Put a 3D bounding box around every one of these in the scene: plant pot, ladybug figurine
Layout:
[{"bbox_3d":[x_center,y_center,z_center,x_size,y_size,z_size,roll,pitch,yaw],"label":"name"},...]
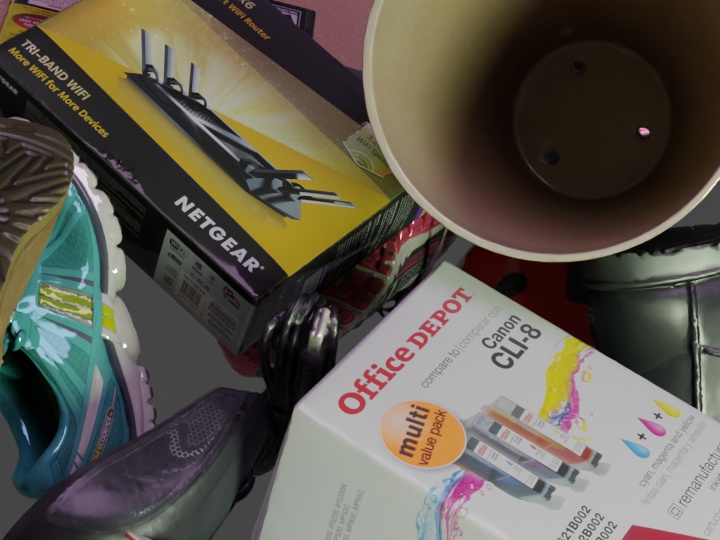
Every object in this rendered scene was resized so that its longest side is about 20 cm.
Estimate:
[{"bbox_3d":[0.111,-0.090,0.963,0.187,0.188,0.200,27,2,12],"label":"plant pot"},{"bbox_3d":[0.114,0.027,1.062,0.135,0.072,0.201,10,40,-8],"label":"ladybug figurine"}]

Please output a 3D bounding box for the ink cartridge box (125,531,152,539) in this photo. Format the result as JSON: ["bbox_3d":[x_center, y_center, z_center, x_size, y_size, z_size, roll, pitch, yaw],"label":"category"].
[{"bbox_3d":[-0.007,0.187,0.775,0.200,0.174,0.044,32,86,17],"label":"ink cartridge box"}]

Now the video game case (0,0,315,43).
[{"bbox_3d":[-0.133,-0.132,1.194,0.199,0.026,0.181,12,40,-7],"label":"video game case"}]

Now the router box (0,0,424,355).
[{"bbox_3d":[-0.078,-0.071,0.989,0.200,0.052,0.157,41,51,14],"label":"router box"}]

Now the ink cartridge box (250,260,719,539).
[{"bbox_3d":[0.068,0.124,0.880,0.199,0.145,0.145,30,42,16],"label":"ink cartridge box"}]

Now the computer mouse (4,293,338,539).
[{"bbox_3d":[-0.082,0.105,0.868,0.200,0.139,0.053,-34,68,-32],"label":"computer mouse"}]

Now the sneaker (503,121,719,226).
[{"bbox_3d":[0.150,-0.082,1.130,0.199,0.084,0.075,14,54,-44],"label":"sneaker"}]

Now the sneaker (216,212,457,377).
[{"bbox_3d":[0.000,0.000,1.060,0.080,0.075,0.200,33,55,26],"label":"sneaker"}]

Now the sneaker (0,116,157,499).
[{"bbox_3d":[-0.159,0.018,0.913,0.079,0.077,0.201,-7,74,-46],"label":"sneaker"}]

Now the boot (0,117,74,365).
[{"bbox_3d":[-0.187,0.053,0.829,0.066,0.201,0.175,17,37,0],"label":"boot"}]

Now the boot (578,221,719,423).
[{"bbox_3d":[0.212,0.059,0.967,0.199,0.169,0.076,-7,12,0],"label":"boot"}]

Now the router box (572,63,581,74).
[{"bbox_3d":[0.208,-0.141,1.221,0.199,0.158,0.052,-11,47,-29],"label":"router box"}]

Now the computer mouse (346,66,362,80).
[{"bbox_3d":[-0.022,-0.091,1.132,0.199,0.053,0.139,14,40,-24],"label":"computer mouse"}]
